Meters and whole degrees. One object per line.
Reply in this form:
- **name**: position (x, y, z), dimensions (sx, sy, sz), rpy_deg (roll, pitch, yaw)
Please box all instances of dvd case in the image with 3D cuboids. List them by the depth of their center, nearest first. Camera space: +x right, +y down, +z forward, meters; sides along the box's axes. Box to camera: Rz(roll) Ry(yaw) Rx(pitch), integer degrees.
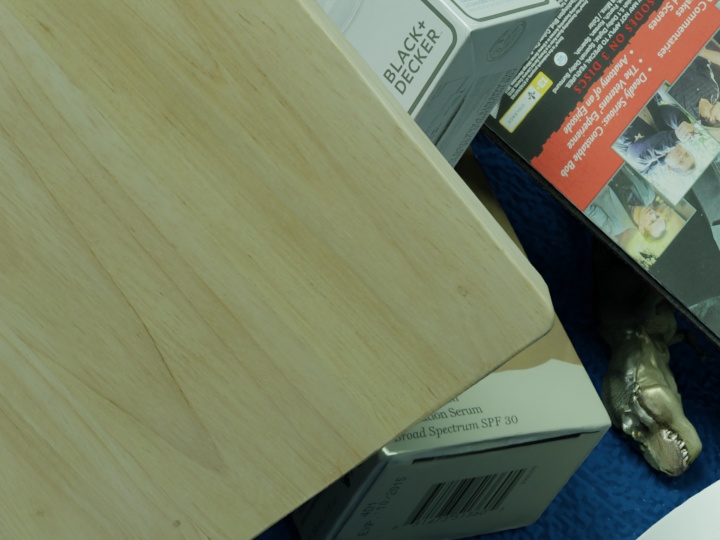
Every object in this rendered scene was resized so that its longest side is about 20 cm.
- **dvd case**: position (0.148, -0.054, 0.835), dimensions (0.200, 0.022, 0.146), rpy_deg (40, 87, -11)

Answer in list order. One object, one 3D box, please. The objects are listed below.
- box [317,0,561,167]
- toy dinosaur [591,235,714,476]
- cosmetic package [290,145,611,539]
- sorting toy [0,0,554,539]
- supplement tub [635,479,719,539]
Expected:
- **box**: position (-0.041, -0.110, 0.768), dimensions (0.200, 0.117, 0.060), rpy_deg (44, 34, 17)
- **toy dinosaur**: position (0.128, -0.017, 0.914), dimensions (0.048, 0.088, 0.201), rpy_deg (51, 25, -47)
- **cosmetic package**: position (0.000, 0.000, 0.834), dimensions (0.104, 0.071, 0.201), rpy_deg (-7, 57, -32)
- **sorting toy**: position (-0.077, -0.015, 0.691), dimensions (0.200, 0.198, 0.070), rpy_deg (49, 16, -19)
- **supplement tub**: position (0.175, 0.168, 0.737), dimensions (0.144, 0.145, 0.201), rpy_deg (-11, 59, -35)
